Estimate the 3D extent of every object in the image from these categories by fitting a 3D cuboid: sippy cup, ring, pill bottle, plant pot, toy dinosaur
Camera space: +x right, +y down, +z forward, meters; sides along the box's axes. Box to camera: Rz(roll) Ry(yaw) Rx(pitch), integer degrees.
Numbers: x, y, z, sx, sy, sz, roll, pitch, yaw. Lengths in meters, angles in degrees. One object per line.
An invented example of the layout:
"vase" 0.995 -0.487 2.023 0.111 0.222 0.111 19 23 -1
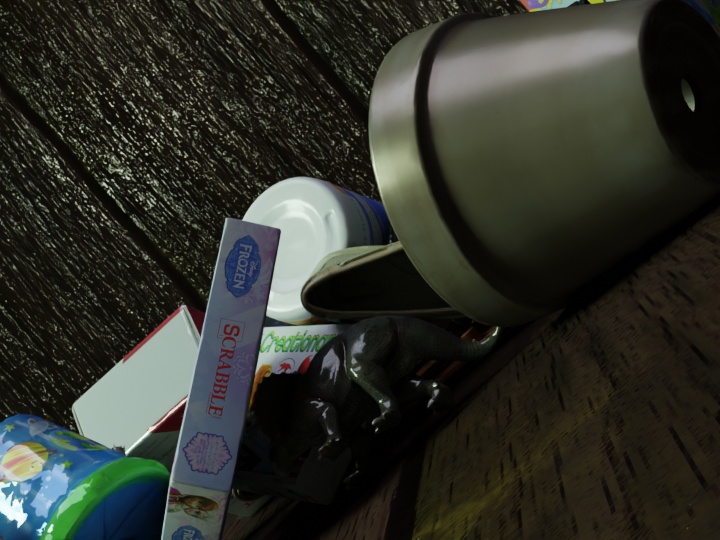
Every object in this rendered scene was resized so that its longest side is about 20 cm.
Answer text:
"sippy cup" -0.223 0.174 1.255 0.140 0.130 0.178 -54 -29 -14
"ring" 0.083 0.051 1.365 0.200 0.019 0.200 -41 0 0
"pill bottle" 0.000 0.000 1.372 0.112 0.112 0.200 -41 -30 20
"plant pot" 0.134 -0.081 1.050 0.173 0.201 0.200 -18 16 39
"toy dinosaur" 0.000 0.072 1.118 0.200 0.103 0.077 -42 -41 14

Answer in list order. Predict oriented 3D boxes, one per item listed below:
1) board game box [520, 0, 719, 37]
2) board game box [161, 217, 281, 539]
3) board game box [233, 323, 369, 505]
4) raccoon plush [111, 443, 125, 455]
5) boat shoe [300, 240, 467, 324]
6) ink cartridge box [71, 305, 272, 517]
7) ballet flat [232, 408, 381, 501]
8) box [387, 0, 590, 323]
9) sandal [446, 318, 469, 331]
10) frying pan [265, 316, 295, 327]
"board game box" 0.238 -0.212 1.458 0.105 0.200 0.103 -41 1 37
"board game box" -0.099 0.103 1.172 0.200 0.041 0.201 107 173 -57
"board game box" -0.051 0.103 1.272 0.200 0.035 0.127 -7 56 63
"raccoon plush" -0.212 0.236 1.420 0.200 0.134 0.097 -41 2 39
"boat shoe" 0.058 0.002 1.217 0.199 0.074 0.063 -6 7 10
"ink cartridge box" -0.123 0.126 1.493 0.146 0.083 0.200 -42 -37 19
"ballet flat" -0.039 0.139 1.344 0.200 0.067 0.063 -31 48 51
"box" 0.121 -0.083 1.307 0.200 0.086 0.164 -33 33 29
"sandal" 0.129 -0.019 1.534 0.200 0.055 0.082 -39 2 33
"frying pan" -0.046 0.104 1.442 0.031 0.190 0.115 15 58 39
